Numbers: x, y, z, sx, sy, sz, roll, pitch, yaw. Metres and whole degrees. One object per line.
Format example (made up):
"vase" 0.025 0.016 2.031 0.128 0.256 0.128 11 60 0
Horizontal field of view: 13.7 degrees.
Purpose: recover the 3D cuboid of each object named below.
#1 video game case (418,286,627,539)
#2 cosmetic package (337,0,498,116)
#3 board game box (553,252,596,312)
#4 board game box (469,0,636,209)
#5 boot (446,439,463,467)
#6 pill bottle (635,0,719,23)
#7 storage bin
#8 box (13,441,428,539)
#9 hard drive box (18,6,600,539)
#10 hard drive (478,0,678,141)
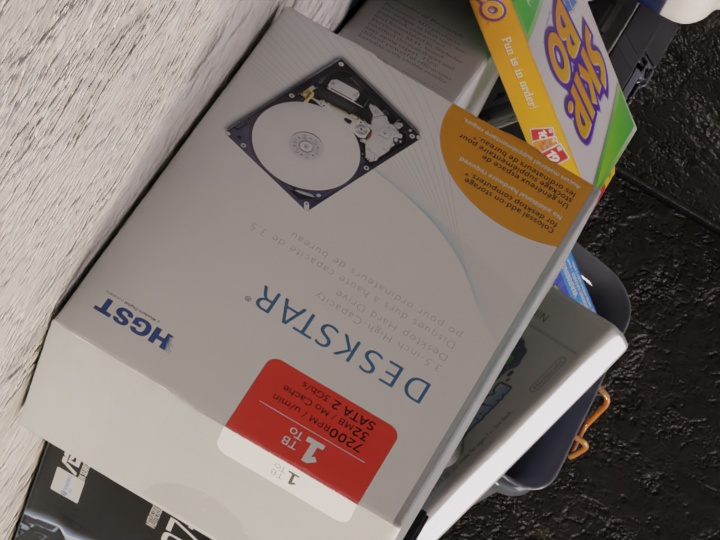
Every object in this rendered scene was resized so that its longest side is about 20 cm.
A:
"video game case" 0.026 0.072 1.669 0.200 0.024 0.182 -44 -143 -9
"cosmetic package" 0.020 -0.090 1.533 0.102 0.071 0.200 -63 175 33
"board game box" 0.055 0.007 1.844 0.041 0.201 0.200 -3 -148 39
"board game box" 0.091 -0.123 1.531 0.030 0.201 0.096 -11 -159 26
"boot" 0.000 0.000 1.623 0.077 0.200 0.139 -19 126 -22
"pill bottle" 0.169 -0.206 1.647 0.120 0.199 0.120 -59 176 -7
"storage bin" 0.079 0.079 1.994 0.134 0.145 0.200 -41 -165 49
"box" -0.072 0.130 1.335 0.044 0.160 0.200 -58 177 -37
"hard drive box" -0.017 0.014 1.203 0.200 0.155 0.077 -58 176 -38
"hard drive" 0.072 -0.090 1.703 0.199 0.038 0.140 -17 -156 34
